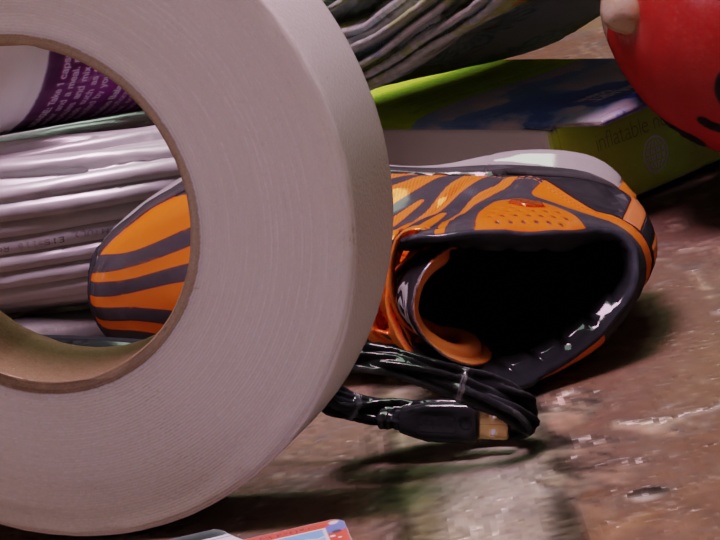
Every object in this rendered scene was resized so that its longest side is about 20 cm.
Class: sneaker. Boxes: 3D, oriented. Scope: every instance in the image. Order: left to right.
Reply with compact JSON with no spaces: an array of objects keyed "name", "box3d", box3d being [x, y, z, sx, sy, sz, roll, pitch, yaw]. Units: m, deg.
[{"name":"sneaker","box3d":[0.000,0.000,0.843,0.200,0.078,0.112,-10,13,6]}]

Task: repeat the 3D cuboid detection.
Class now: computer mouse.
[{"name":"computer mouse","box3d":[-0.041,0.047,0.781,0.200,0.059,0.034,0,60,25]}]

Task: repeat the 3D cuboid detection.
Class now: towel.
[{"name":"towel","box3d":[0.075,-0.127,1.064,0.200,0.048,0.171,-22,-1,-39]}]

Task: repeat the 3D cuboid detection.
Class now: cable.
[{"name":"cable","box3d":[-0.110,-0.026,1.022,0.200,0.069,0.200,-11,8,-29]}]

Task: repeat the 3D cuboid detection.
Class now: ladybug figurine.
[{"name":"ladybug figurine","box3d":[0.184,-0.082,0.968,0.200,0.072,0.136,3,-17,-18]}]

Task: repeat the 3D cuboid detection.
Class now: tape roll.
[{"name":"tape roll","box3d":[-0.090,-0.020,0.736,0.203,0.203,0.037,-6,15,21]}]

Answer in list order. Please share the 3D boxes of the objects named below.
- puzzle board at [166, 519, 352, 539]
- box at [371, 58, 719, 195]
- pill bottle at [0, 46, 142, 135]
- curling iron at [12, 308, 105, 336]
[{"name":"puzzle board","box3d":[-0.092,0.104,0.620,0.200,0.017,0.151,-12,14,-6]},{"name":"box","box3d":[0.068,-0.059,1.092,0.200,0.048,0.122,4,20,46]},{"name":"pill bottle","box3d":[-0.125,-0.112,0.992,0.200,0.112,0.112,-13,12,-41]},{"name":"curling iron","box3d":[-0.150,0.029,0.951,0.200,0.026,0.050,-11,15,-2]}]
